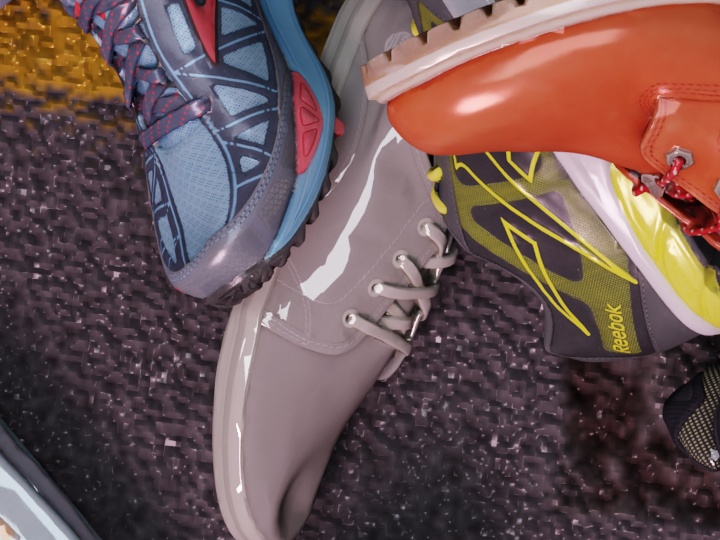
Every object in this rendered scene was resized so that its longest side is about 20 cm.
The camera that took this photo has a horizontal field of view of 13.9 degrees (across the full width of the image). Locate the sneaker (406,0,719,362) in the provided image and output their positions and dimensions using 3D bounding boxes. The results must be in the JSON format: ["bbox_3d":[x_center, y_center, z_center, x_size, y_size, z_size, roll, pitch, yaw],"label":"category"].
[{"bbox_3d":[0.046,-0.049,0.939,0.085,0.074,0.200,-31,99,33],"label":"sneaker"}]

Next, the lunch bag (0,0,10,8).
[{"bbox_3d":[-0.204,-0.154,0.995,0.160,0.076,0.200,-24,74,-29],"label":"lunch bag"}]

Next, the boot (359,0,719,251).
[{"bbox_3d":[0.102,-0.037,0.849,0.199,0.075,0.108,-5,89,-3],"label":"boot"}]

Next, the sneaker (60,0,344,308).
[{"bbox_3d":[-0.070,-0.081,0.970,0.079,0.095,0.201,-33,54,39],"label":"sneaker"}]

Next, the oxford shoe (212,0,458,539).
[{"bbox_3d":[0.000,0.000,0.993,0.058,0.075,0.201,16,86,22],"label":"oxford shoe"}]

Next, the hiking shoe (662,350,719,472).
[{"bbox_3d":[0.150,0.033,0.966,0.100,0.076,0.201,4,90,3],"label":"hiking shoe"}]

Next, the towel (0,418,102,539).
[{"bbox_3d":[-0.150,0.154,1.027,0.171,0.048,0.200,-41,82,5],"label":"towel"}]
